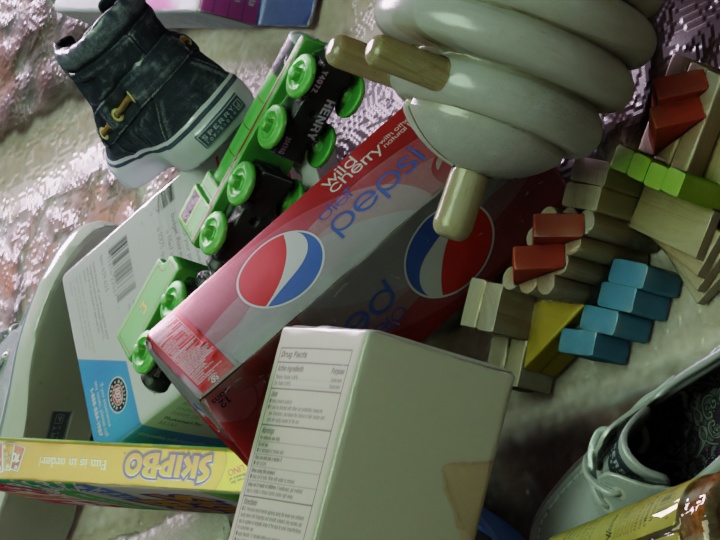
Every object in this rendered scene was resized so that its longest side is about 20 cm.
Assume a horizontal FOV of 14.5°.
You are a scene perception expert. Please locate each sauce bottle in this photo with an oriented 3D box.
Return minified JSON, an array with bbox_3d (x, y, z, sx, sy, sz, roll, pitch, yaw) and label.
[{"bbox_3d":[0.097,0.136,1.172,0.200,0.066,0.066,-26,60,47],"label":"sauce bottle"}]

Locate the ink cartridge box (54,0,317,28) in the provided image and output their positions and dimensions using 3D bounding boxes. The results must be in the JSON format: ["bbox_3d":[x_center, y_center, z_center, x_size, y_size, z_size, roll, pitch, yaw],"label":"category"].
[{"bbox_3d":[-0.084,-0.233,1.562,0.200,0.043,0.197,5,83,51],"label":"ink cartridge box"}]

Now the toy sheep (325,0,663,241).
[{"bbox_3d":[0.064,-0.111,1.227,0.138,0.138,0.201,21,92,50],"label":"toy sheep"}]

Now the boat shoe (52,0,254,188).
[{"bbox_3d":[-0.117,-0.101,1.475,0.071,0.091,0.200,-47,11,-12],"label":"boat shoe"}]

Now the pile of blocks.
[{"bbox_3d":[0.112,-0.013,1.256,0.200,0.062,0.082,-53,45,25],"label":"pile of blocks"}]

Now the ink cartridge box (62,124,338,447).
[{"bbox_3d":[-0.062,0.006,1.445,0.200,0.067,0.116,-38,53,36],"label":"ink cartridge box"}]

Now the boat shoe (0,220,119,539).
[{"bbox_3d":[-0.181,0.063,1.563,0.071,0.070,0.201,26,101,46],"label":"boat shoe"}]

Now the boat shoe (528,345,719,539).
[{"bbox_3d":[0.133,0.080,1.200,0.200,0.068,0.072,-32,57,39],"label":"boat shoe"}]

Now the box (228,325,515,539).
[{"bbox_3d":[-0.008,0.129,1.220,0.095,0.078,0.201,2,75,65],"label":"box"}]

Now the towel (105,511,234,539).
[{"bbox_3d":[-0.093,0.222,1.445,0.132,0.034,0.201,-24,61,41],"label":"towel"}]

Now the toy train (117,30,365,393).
[{"bbox_3d":[-0.060,-0.030,1.374,0.200,0.042,0.056,-60,32,17],"label":"toy train"}]

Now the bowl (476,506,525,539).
[{"bbox_3d":[0.021,0.199,1.316,0.200,0.039,0.201,-17,67,45],"label":"bowl"}]

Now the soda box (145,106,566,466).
[{"bbox_3d":[0.000,0.000,1.310,0.200,0.070,0.063,-41,43,-7],"label":"soda box"}]

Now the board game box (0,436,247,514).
[{"bbox_3d":[-0.099,0.102,1.395,0.199,0.095,0.030,-2,77,28],"label":"board game box"}]
